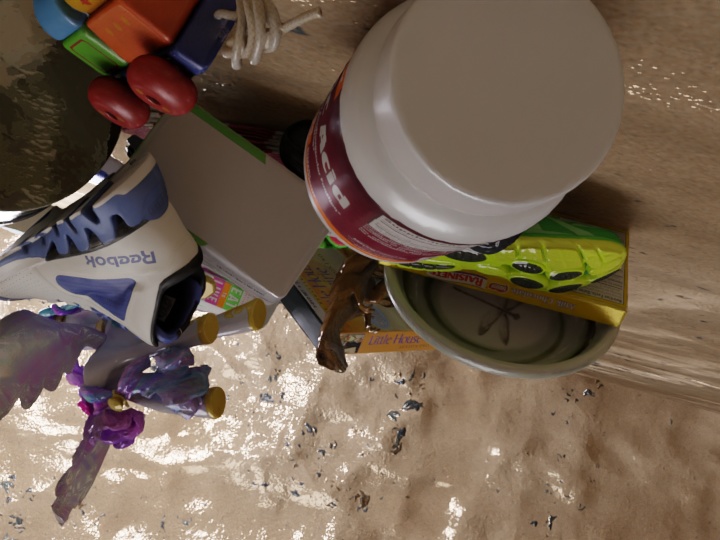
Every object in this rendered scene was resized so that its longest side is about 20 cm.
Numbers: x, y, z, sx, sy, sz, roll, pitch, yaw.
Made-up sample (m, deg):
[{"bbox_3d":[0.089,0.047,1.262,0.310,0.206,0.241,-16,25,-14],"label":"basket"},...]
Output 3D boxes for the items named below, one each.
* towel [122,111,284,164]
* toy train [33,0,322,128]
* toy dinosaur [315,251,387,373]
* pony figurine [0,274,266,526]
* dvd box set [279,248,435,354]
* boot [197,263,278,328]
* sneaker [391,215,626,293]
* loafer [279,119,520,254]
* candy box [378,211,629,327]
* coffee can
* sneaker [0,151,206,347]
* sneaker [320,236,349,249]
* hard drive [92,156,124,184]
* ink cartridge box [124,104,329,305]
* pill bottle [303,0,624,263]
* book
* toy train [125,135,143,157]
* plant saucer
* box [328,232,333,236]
[{"bbox_3d":[-0.111,-0.108,0.882,0.199,0.023,0.144,12,174,28],"label":"towel"},{"bbox_3d":[-0.103,-0.133,0.413,0.115,0.085,0.200,34,166,-27],"label":"toy train"},{"bbox_3d":[0.000,0.000,0.847,0.106,0.200,0.060,-22,121,31],"label":"toy dinosaur"},{"bbox_3d":[-0.194,0.077,0.734,0.199,0.194,0.167,-7,126,21],"label":"pony figurine"},{"bbox_3d":[0.011,0.027,0.955,0.199,0.030,0.146,2,-147,-37],"label":"dvd box set"},{"bbox_3d":[-0.115,-0.021,1.023,0.095,0.200,0.074,14,131,15],"label":"boot"},{"bbox_3d":[0.106,-0.037,0.718,0.199,0.084,0.074,11,153,3],"label":"sneaker"},{"bbox_3d":[0.028,-0.076,0.672,0.200,0.068,0.071,22,139,25],"label":"loafer"},{"bbox_3d":[0.122,-0.019,0.780,0.199,0.102,0.026,15,135,5],"label":"candy box"},{"bbox_3d":[-0.252,-0.108,0.647,0.146,0.147,0.200,18,173,-23],"label":"coffee can"},{"bbox_3d":[-0.177,0.007,0.654,0.199,0.081,0.115,-19,114,41],"label":"sneaker"},{"bbox_3d":[-0.050,-0.045,1.140,0.199,0.077,0.084,18,-168,-5],"label":"sneaker"},{"bbox_3d":[-0.311,-0.128,0.965,0.199,0.025,0.132,29,174,3],"label":"hard drive"},{"bbox_3d":[-0.105,-0.046,0.755,0.145,0.084,0.200,35,173,-5],"label":"ink cartridge box"},{"bbox_3d":[0.039,-0.066,0.454,0.114,0.115,0.200,16,173,-9],"label":"pill bottle"},{"bbox_3d":[-0.207,-0.013,0.842,0.133,0.048,0.200,16,172,44],"label":"book"},{"bbox_3d":[-0.169,-0.056,0.945,0.200,0.034,0.046,51,171,7],"label":"toy train"},{"bbox_3d":[0.114,0.025,0.787,0.199,0.201,0.050,15,131,3],"label":"plant saucer"},{"bbox_3d":[0.027,-0.047,0.942,0.143,0.037,0.200,11,178,-6],"label":"box"}]
